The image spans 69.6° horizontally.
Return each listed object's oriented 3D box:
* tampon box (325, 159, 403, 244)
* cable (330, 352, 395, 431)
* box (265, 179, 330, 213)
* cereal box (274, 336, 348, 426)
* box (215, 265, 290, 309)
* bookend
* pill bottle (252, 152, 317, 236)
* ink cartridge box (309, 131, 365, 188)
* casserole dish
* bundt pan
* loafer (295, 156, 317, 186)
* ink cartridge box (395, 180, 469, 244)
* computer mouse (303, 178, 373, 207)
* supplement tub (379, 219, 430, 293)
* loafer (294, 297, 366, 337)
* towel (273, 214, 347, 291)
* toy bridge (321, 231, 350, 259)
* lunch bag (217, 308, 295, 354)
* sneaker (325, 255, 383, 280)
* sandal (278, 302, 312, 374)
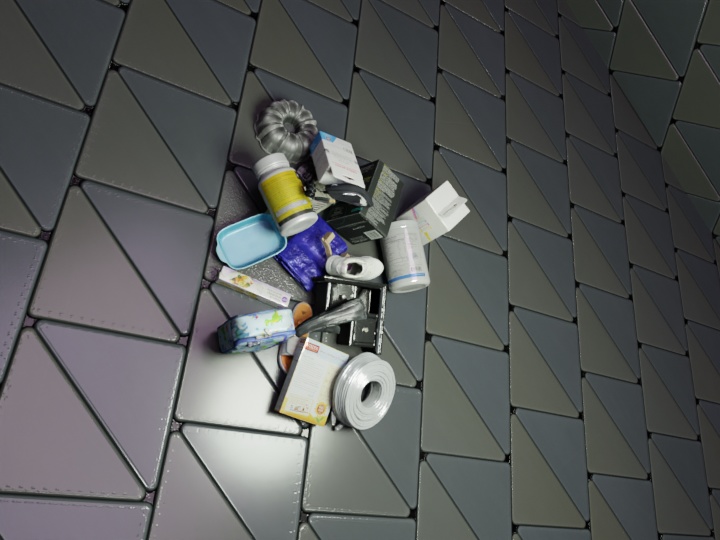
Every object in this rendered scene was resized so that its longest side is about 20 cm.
[{"bbox_3d":[0.016,-0.203,1.557,0.126,0.149,0.201,39,58,-34],"label":"tampon box"},{"bbox_3d":[0.011,0.326,1.398,0.199,0.069,0.201,-14,110,-41],"label":"cable"},{"bbox_3d":[-0.172,-0.189,1.508,0.200,0.068,0.082,-36,92,-33],"label":"box"},{"bbox_3d":[-0.125,0.291,1.357,0.143,0.039,0.201,29,73,-30],"label":"cereal box"},{"bbox_3d":[-0.285,0.048,1.382,0.199,0.041,0.039,26,64,-21],"label":"box"},{"bbox_3d":[-0.039,0.125,1.441,0.199,0.092,0.200,10,82,-27],"label":"bookend"},{"bbox_3d":[-0.205,-0.203,1.387,0.114,0.114,0.201,-22,83,-33],"label":"pill bottle"},{"bbox_3d":[-0.068,-0.297,1.487,0.115,0.067,0.201,15,43,-34],"label":"ink cartridge box"},{"bbox_3d":[-0.295,-0.077,1.405,0.199,0.039,0.122,-26,88,-24],"label":"casserole dish"},{"bbox_3d":[-0.214,-0.427,1.561,0.201,0.076,0.203,10,70,-27],"label":"bundt pan"},{"bbox_3d":[-0.139,-0.318,1.573,0.072,0.063,0.200,45,58,-9],"label":"loafer"},{"bbox_3d":[0.237,-0.183,1.660,0.128,0.200,0.125,-42,96,-33],"label":"ink cartridge box"},{"bbox_3d":[-0.054,-0.206,1.370,0.199,0.046,0.141,15,22,-7],"label":"computer mouse"},{"bbox_3d":[0.135,-0.041,1.596,0.131,0.132,0.201,-1,74,-30],"label":"supplement tub"},{"bbox_3d":[-0.076,0.135,1.349,0.200,0.068,0.071,-22,93,-15],"label":"loafer"},{"bbox_3d":[-0.137,-0.055,1.495,0.148,0.049,0.200,47,58,-9],"label":"towel"},{"bbox_3d":[-0.059,-0.022,1.498,0.067,0.027,0.200,-54,127,-25],"label":"toy bridge"},{"bbox_3d":[-0.254,0.151,1.270,0.160,0.200,0.083,-6,78,-31],"label":"lunch bag"},{"bbox_3d":[0.000,0.000,1.468,0.199,0.099,0.075,0,99,-42],"label":"sneaker"},{"bbox_3d":[-0.166,0.178,1.395,0.079,0.059,0.208,18,66,-23],"label":"sandal"}]
